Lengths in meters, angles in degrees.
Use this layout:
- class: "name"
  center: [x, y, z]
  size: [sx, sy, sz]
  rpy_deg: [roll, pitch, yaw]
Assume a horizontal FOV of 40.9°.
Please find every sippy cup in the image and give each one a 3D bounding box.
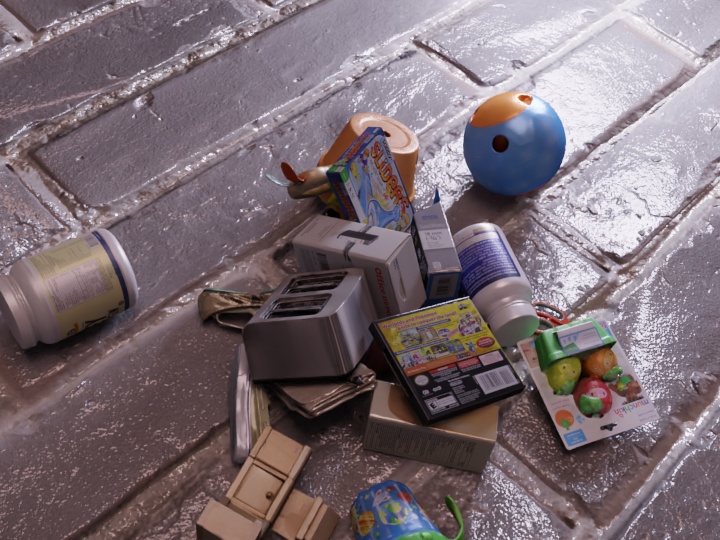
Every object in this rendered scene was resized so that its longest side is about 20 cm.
- class: "sippy cup"
  center: [0.048, 0.380, 1.386]
  size: [0.177, 0.140, 0.131]
  rpy_deg: [9, 34, -33]

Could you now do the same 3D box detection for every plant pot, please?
- class: "plant pot"
  center: [0.024, -0.200, 1.807]
  size: [0.199, 0.141, 0.201]
  rpy_deg: [16, 34, -11]

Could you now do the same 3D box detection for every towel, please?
- class: "towel"
  center: [-0.069, 0.170, 1.535]
  size: [0.132, 0.035, 0.200]
  rpy_deg: [-23, 23, -20]

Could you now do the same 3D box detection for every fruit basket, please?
- class: "fruit basket"
  center: [0.381, 0.180, 1.611]
  size: [0.184, 0.094, 0.201]
  rpy_deg: [-13, 57, -18]

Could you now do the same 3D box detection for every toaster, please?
- class: "toaster"
  center: [-0.070, 0.090, 1.523]
  size: [0.199, 0.119, 0.181]
  rpy_deg: [-5, 25, 22]

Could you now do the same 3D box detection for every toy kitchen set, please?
- class: "toy kitchen set"
  center: [-0.109, 0.326, 1.354]
  size: [0.162, 0.181, 0.201]
  rpy_deg: [28, 63, 6]

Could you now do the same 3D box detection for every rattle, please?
- class: "rattle"
  center: [-0.072, -0.114, 1.653]
  size: [0.129, 0.144, 0.200]
  rpy_deg: [-3, 4, 18]

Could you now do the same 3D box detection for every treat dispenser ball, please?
- class: "treat dispenser ball"
  center: [0.298, -0.246, 1.875]
  size: [0.199, 0.202, 0.202]
  rpy_deg: [4, 50, -5]

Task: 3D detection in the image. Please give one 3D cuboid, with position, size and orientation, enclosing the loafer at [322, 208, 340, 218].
- class: "loafer"
  center: [0.002, -0.042, 1.758]
  size: [0.199, 0.063, 0.072]
  rpy_deg: [34, 53, 19]

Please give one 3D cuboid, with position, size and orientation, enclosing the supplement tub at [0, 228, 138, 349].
- class: "supplement tub"
  center: [-0.482, 0.031, 1.580]
  size: [0.199, 0.145, 0.145]
  rpy_deg: [-26, 59, -26]

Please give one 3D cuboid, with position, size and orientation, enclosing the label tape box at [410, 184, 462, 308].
- class: "label tape box"
  center: [0.120, -0.029, 1.712]
  size: [0.063, 0.145, 0.201]
  rpy_deg: [-6, 51, -9]

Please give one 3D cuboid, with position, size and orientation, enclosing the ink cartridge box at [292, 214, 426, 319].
- class: "ink cartridge box"
  center: [0.000, 0.000, 1.629]
  size: [0.199, 0.145, 0.084]
  rpy_deg: [14, 46, 35]

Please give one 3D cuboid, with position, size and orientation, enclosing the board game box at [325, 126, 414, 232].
- class: "board game box"
  center: [0.022, -0.129, 1.680]
  size: [0.034, 0.201, 0.136]
  rpy_deg: [8, 46, 38]

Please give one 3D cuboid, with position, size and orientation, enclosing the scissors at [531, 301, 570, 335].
- class: "scissors"
  center: [0.391, 0.112, 1.717]
  size: [0.199, 0.014, 0.073]
  rpy_deg: [20, 51, 10]

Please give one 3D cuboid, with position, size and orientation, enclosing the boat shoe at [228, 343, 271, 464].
- class: "boat shoe"
  center: [-0.174, 0.213, 1.533]
  size: [0.062, 0.072, 0.201]
  rpy_deg: [7, 59, -19]

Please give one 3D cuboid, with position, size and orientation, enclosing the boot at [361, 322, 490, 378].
- class: "boot"
  center: [0.100, 0.144, 1.594]
  size: [0.199, 0.069, 0.188]
  rpy_deg: [10, 36, 22]

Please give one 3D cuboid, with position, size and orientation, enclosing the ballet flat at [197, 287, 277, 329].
- class: "ballet flat"
  center: [-0.179, 0.066, 1.654]
  size: [0.198, 0.068, 0.076]
  rpy_deg: [-3, 73, -3]

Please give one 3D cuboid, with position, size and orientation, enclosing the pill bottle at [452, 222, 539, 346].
- class: "pill bottle"
  center: [0.233, 0.027, 1.696]
  size: [0.119, 0.120, 0.201]
  rpy_deg: [-11, 53, -16]

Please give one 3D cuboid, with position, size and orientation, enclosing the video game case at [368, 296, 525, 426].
- class: "video game case"
  center: [0.135, 0.136, 1.505]
  size: [0.199, 0.026, 0.181]
  rpy_deg: [-12, 59, -33]

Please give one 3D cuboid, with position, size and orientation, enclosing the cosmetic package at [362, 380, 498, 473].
- class: "cosmetic package"
  center: [0.109, 0.245, 1.513]
  size: [0.198, 0.106, 0.071]
  rpy_deg: [12, 50, 0]
